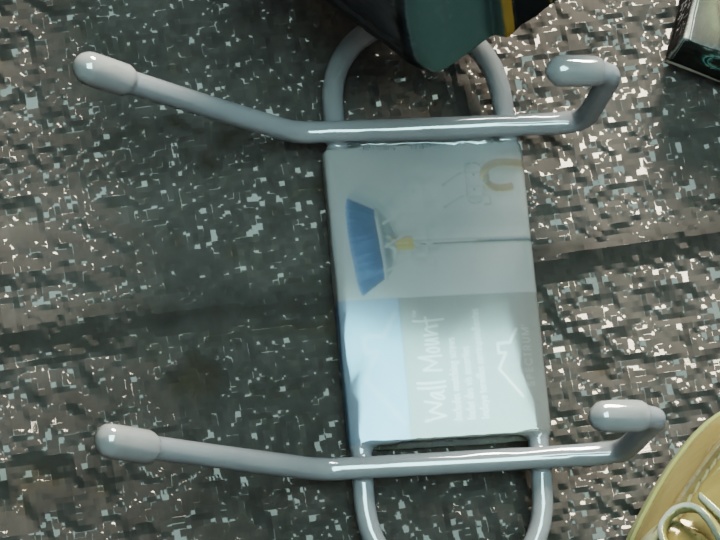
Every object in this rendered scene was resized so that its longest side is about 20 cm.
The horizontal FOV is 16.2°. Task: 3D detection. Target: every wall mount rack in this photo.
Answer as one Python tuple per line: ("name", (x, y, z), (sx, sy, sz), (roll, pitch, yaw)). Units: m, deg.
("wall mount rack", (0.000, 0.000, 0.783), (0.173, 0.075, 0.201), (-3, 72, -9))

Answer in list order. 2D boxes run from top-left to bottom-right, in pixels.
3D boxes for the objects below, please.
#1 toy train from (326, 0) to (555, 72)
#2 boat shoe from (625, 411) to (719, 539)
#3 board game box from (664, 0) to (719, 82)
("toy train", (0.002, -0.147, 0.802), (0.114, 0.085, 0.200), (-37, 57, -20))
("boat shoe", (0.103, 0.129, 0.764), (0.073, 0.063, 0.201), (27, 71, 0))
("board game box", (0.192, -0.144, 0.883), (0.135, 0.028, 0.201), (16, 71, -4))
